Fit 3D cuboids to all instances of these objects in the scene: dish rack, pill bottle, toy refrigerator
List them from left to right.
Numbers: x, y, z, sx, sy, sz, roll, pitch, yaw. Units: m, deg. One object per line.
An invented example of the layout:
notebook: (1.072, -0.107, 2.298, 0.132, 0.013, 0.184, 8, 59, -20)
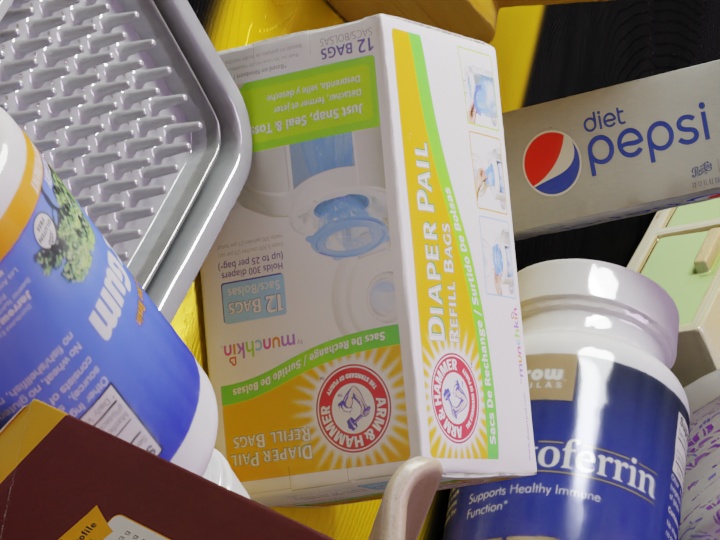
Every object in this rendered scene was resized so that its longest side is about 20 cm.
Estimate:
pill bottle: (-0.121, 0.043, 0.973, 0.200, 0.112, 0.112, 55, 38, -35)
dish rack: (-0.124, -0.075, 1.073, 0.200, 0.043, 0.172, 60, 35, -30)
pill bottle: (0.103, 0.102, 1.324, 0.116, 0.115, 0.201, 46, 44, -43)
toy refrigerator: (0.200, 0.008, 1.553, 0.070, 0.076, 0.200, 65, 34, -22)

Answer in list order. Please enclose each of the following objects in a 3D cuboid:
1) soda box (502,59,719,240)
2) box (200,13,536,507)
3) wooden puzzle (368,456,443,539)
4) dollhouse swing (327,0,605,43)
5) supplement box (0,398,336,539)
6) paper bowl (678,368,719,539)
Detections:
soda box: (0.142, -0.062, 1.356, 0.068, 0.199, 0.064, -4, 82, -59)
box: (0.000, 0.000, 1.188, 0.101, 0.112, 0.201, 7, 76, -58)
wooden puzzle: (-0.014, 0.188, 1.005, 0.185, 0.046, 0.201, 104, -5, -65)
dollhouse swing: (0.064, -0.235, 1.307, 0.182, 0.175, 0.201, 41, 49, -47)
supplement box: (-0.080, 0.178, 0.840, 0.197, 0.199, 0.133, -48, 133, -22)
paper bowl: (0.217, 0.126, 1.441, 0.201, 0.200, 0.105, 38, 16, -48)
